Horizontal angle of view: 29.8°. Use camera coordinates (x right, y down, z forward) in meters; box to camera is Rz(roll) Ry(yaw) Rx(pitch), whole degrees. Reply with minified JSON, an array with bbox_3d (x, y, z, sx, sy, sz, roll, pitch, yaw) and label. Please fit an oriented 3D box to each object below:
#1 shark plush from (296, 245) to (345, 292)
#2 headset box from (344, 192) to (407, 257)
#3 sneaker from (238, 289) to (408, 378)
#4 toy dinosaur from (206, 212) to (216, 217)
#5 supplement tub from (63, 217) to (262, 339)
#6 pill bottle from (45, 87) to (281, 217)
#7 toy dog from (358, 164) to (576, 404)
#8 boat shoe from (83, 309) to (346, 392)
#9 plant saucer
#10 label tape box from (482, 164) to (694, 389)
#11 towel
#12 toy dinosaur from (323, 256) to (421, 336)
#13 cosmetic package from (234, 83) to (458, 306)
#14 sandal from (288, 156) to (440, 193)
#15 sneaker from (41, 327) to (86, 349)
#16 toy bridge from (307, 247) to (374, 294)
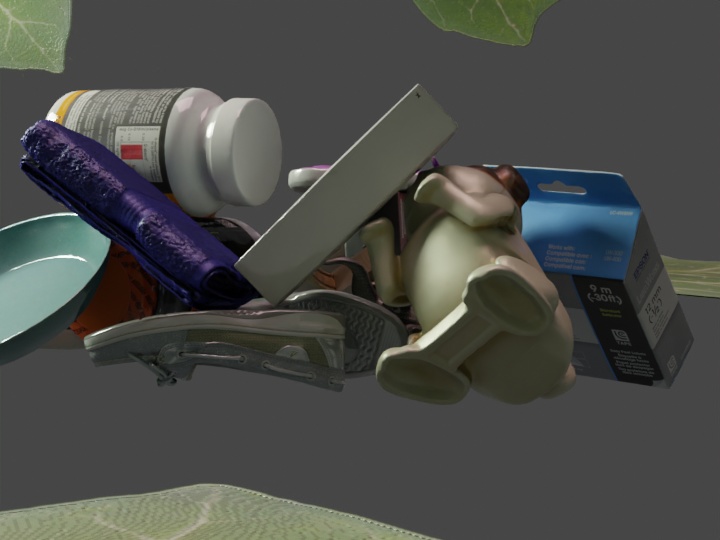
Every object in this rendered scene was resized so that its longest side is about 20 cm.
[{"bbox_3d":[-0.063,0.000,1.390,0.083,0.200,0.091,38,-4,40],"label":"shark plush"},{"bbox_3d":[0.063,-0.002,1.356,0.077,0.150,0.199,-3,-1,40],"label":"headset box"},{"bbox_3d":[-0.029,0.045,1.181,0.199,0.074,0.118,2,9,30],"label":"sneaker"},{"bbox_3d":[-0.184,-0.060,1.352,0.199,0.103,0.135,-3,-5,-37],"label":"toy dinosaur"},{"bbox_3d":[-0.174,0.013,1.234,0.122,0.123,0.200,5,4,29],"label":"supplement tub"},{"bbox_3d":[-0.180,-0.107,1.225,0.199,0.117,0.116,3,4,24],"label":"pill bottle"},{"bbox_3d":[0.095,-0.006,1.059,0.193,0.140,0.201,19,38,-27],"label":"toy dog"},{"bbox_3d":[-0.108,0.064,1.031,0.201,0.065,0.074,-1,-4,-16],"label":"boat shoe"},{"bbox_3d":[-0.289,0.024,1.102,0.199,0.036,0.200,-16,30,10],"label":"plant saucer"},{"bbox_3d":[0.183,0.006,1.147,0.143,0.066,0.200,7,-38,40],"label":"label tape box"},{"bbox_3d":[-0.177,-0.038,1.095,0.200,0.050,0.148,39,3,13],"label":"towel"},{"bbox_3d":[0.043,0.045,1.203,0.199,0.078,0.102,15,-5,-21],"label":"toy dinosaur"},{"bbox_3d":[-0.010,-0.059,1.072,0.051,0.200,0.083,46,5,-1],"label":"cosmetic package"},{"bbox_3d":[0.029,-0.100,1.309,0.201,0.050,0.082,-2,0,-23],"label":"sandal"},{"bbox_3d":[-0.333,0.026,1.204,0.199,0.085,0.075,0,5,-32],"label":"sneaker"},{"bbox_3d":[0.000,0.000,1.218,0.199,0.027,0.067,16,-40,-40],"label":"toy bridge"}]
